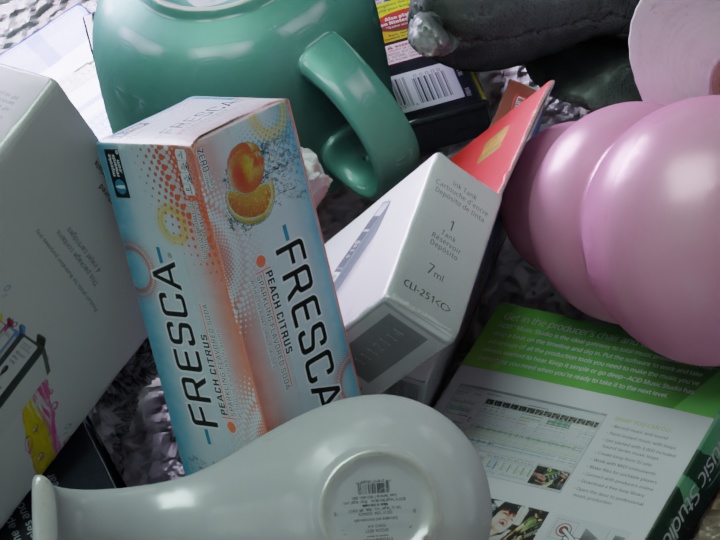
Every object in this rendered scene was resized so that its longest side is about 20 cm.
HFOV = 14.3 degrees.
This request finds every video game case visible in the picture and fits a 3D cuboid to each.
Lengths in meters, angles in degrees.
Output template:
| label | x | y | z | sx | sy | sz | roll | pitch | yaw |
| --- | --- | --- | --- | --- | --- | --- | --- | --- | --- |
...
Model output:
| label | x | y | z | sx | sy | sz | roll | pitch | yaw |
| --- | --- | --- | --- | --- | --- | --- | --- | --- | --- |
| video game case | -0.044 | -0.111 | 1.604 | 0.200 | 0.026 | 0.181 | -16 | 41 | -4 |

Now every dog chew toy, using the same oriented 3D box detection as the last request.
| label | x | y | z | sx | sy | sz | roll | pitch | yaw |
| --- | --- | --- | --- | --- | --- | --- | --- | --- | --- |
| dog chew toy | 0.137 | -0.025 | 1.349 | 0.125 | 0.125 | 0.200 | -42 | 27 | -19 |

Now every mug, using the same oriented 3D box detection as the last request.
| label | x | y | z | sx | sy | sz | roll | pitch | yaw |
| --- | --- | --- | --- | --- | --- | --- | --- | --- | --- |
| mug | -0.050 | -0.118 | 1.506 | 0.185 | 0.114 | 0.152 | 2 | 43 | 17 |

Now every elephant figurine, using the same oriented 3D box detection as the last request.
| label | x | y | z | sx | sy | sz | roll | pitch | yaw |
| --- | --- | --- | --- | --- | --- | --- | --- | --- | --- |
| elephant figurine | 0.129 | -0.158 | 1.518 | 0.200 | 0.142 | 0.155 | 9 | 80 | -2 |

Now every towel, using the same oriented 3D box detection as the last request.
| label | x | y | z | sx | sy | sz | roll | pitch | yaw |
| --- | --- | --- | --- | --- | --- | --- | --- | --- | --- |
| towel | -0.168 | -0.075 | 1.651 | 0.147 | 0.024 | 0.200 | -35 | 42 | -12 |

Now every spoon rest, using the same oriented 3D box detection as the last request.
| label | x | y | z | sx | sy | sz | roll | pitch | yaw |
| --- | --- | --- | --- | --- | --- | --- | --- | --- | --- |
| spoon rest | -0.042 | 0.104 | 1.232 | 0.200 | 0.061 | 0.099 | 0 | 85 | -10 |

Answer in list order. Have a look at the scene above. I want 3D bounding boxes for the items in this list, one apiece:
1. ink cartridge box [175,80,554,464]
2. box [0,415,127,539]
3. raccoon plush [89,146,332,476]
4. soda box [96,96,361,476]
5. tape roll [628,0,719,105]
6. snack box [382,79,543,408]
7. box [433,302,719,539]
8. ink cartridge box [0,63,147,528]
| label | x | y | z | sx | sy | sz | roll | pitch | yaw |
| --- | --- | --- | --- | --- | --- | --- | --- | --- | --- |
| ink cartridge box | 0.000 | 0.000 | 1.396 | 0.200 | 0.045 | 0.176 | -38 | 23 | 47 |
| box | -0.169 | 0.194 | 1.300 | 0.200 | 0.117 | 0.197 | -27 | 41 | -5 |
| raccoon plush | -0.097 | 0.034 | 1.439 | 0.200 | 0.134 | 0.097 | -14 | 35 | -2 |
| soda box | -0.052 | 0.025 | 1.283 | 0.068 | 0.200 | 0.064 | 5 | 25 | 45 |
| tape roll | 0.227 | -0.085 | 1.338 | 0.202 | 0.202 | 0.071 | 20 | 57 | 39 |
| snack box | 0.051 | -0.001 | 1.431 | 0.024 | 0.072 | 0.200 | 18 | 53 | 8 |
| box | 0.084 | 0.107 | 1.333 | 0.144 | 0.036 | 0.200 | 12 | 54 | 34 |
| ink cartridge box | -0.209 | 0.018 | 1.292 | 0.147 | 0.145 | 0.200 | 19 | 63 | 39 |
